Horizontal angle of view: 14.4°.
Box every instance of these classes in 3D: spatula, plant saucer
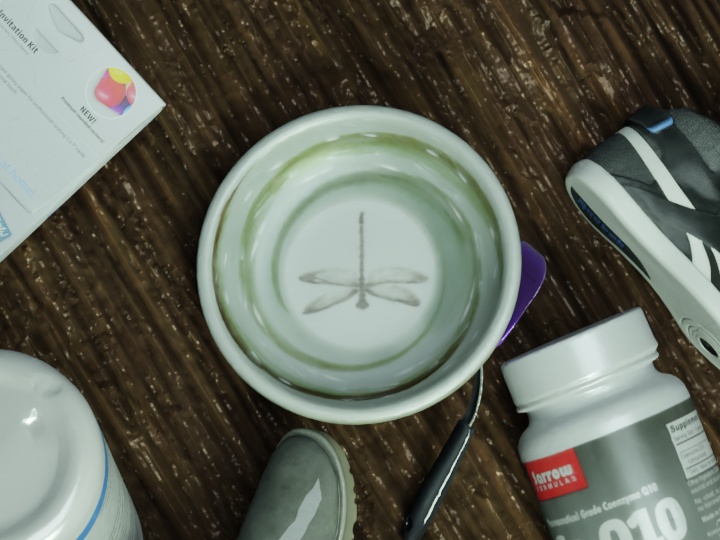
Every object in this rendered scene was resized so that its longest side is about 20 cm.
[{"bbox_3d":[0.067,0.079,1.752,0.020,0.057,0.201,15,102,-24],"label":"spatula"},{"bbox_3d":[0.000,0.000,1.749,0.199,0.050,0.201,-1,75,4],"label":"plant saucer"}]

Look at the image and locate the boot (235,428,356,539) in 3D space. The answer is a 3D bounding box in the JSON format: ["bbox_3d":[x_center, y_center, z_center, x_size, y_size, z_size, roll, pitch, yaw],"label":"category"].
[{"bbox_3d":[-0.091,0.177,1.643,0.200,0.072,0.183,10,90,-53],"label":"boot"}]

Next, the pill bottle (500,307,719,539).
[{"bbox_3d":[0.165,0.133,1.756,0.113,0.114,0.201,-22,88,-15],"label":"pill bottle"}]

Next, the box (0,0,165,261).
[{"bbox_3d":[-0.241,-0.088,1.706,0.200,0.041,0.156,-44,94,-3],"label":"box"}]

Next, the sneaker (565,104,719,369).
[{"bbox_3d":[0.235,-0.022,1.813,0.112,0.073,0.200,-42,92,-13],"label":"sneaker"}]

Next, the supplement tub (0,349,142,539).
[{"bbox_3d":[-0.196,0.137,1.606,0.131,0.200,0.133,-2,67,4],"label":"supplement tub"}]
